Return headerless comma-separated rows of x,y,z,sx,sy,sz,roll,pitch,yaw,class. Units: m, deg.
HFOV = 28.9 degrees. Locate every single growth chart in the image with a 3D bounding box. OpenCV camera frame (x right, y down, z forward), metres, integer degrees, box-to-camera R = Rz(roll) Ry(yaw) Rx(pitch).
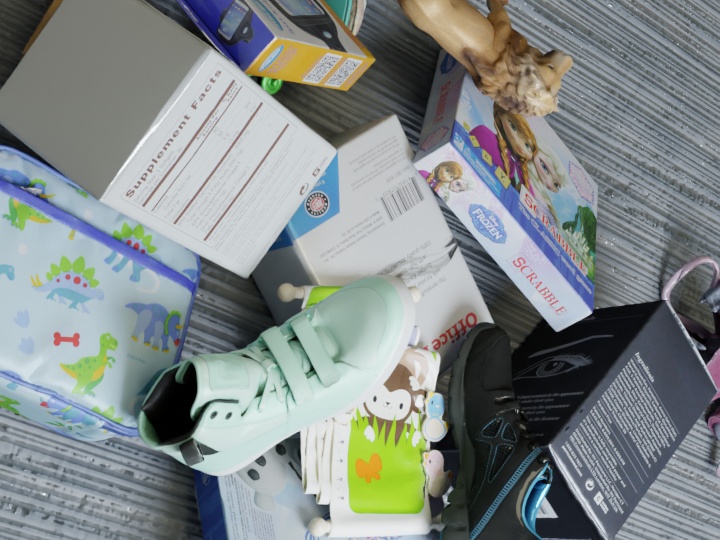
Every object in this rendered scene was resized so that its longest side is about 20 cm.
0.009,0.104,1.043,0.144,0.018,0.201,-5,89,-34,growth chart

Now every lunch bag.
-0.213,0.015,0.951,0.200,0.082,0.161,32,62,-31,lunch bag

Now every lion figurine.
0.080,-0.203,1.138,0.200,0.072,0.123,26,36,-24,lion figurine

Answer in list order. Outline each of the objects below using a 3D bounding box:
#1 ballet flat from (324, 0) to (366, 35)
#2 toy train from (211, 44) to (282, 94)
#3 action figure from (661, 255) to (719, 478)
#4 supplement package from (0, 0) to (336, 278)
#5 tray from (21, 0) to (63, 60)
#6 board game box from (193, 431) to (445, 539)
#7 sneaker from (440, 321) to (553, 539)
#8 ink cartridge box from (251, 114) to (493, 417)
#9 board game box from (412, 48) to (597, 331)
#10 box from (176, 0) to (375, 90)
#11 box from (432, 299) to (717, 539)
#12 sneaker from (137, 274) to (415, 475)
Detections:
-0.022,-0.247,1.152,0.067,0.068,0.201,16,73,-63,ballet flat
-0.135,-0.135,1.048,0.200,0.042,0.057,-31,134,-37,toy train
0.368,0.107,1.391,0.200,0.134,0.149,40,17,-40,action figure
-0.125,-0.092,0.930,0.117,0.117,0.200,-54,153,2,supplement package
-0.183,-0.201,0.993,0.037,0.099,0.200,27,65,-5,tray
-0.018,0.214,1.037,0.199,0.043,0.200,8,54,-31,board game box
0.112,0.137,1.074,0.073,0.082,0.201,37,52,-59,sneaker
0.000,0.000,1.112,0.144,0.084,0.200,-34,103,-35,ink cartridge box
0.132,-0.081,1.200,0.200,0.041,0.200,47,30,-23,board game box
-0.074,-0.192,1.017,0.119,0.041,0.200,50,18,12,box
0.185,0.128,1.193,0.200,0.148,0.104,-43,109,-33,box
-0.056,0.068,0.936,0.074,0.200,0.118,55,9,22,sneaker
